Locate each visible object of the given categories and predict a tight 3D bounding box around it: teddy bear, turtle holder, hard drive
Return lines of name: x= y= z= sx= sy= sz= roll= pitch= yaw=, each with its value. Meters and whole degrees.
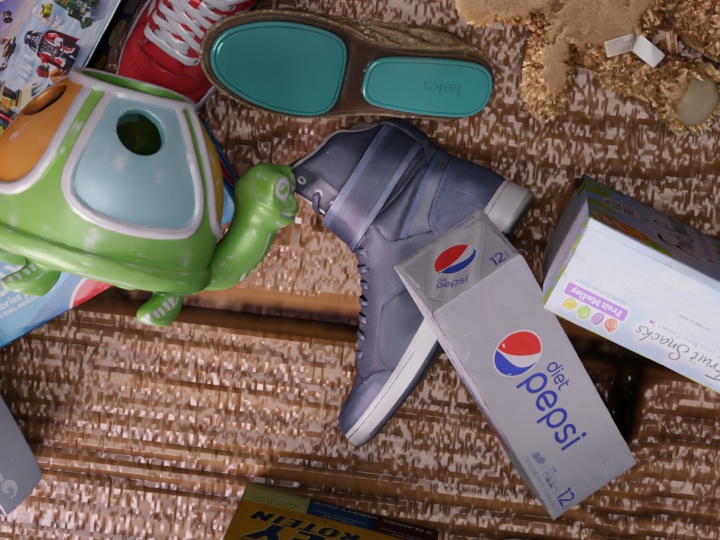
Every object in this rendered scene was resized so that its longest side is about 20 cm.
teddy bear: x=0.153 y=-0.162 z=1.636 sx=0.200 sy=0.067 sz=0.145 roll=7 pitch=104 yaw=-5
turtle holder: x=-0.135 y=-0.044 z=1.562 sx=0.185 sy=0.141 sz=0.132 roll=16 pitch=98 yaw=2
hard drive: x=-0.271 y=0.062 z=1.659 sx=0.042 sy=0.135 sz=0.200 roll=-32 pitch=94 yaw=-13

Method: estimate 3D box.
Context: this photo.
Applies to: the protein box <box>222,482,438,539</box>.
protein box: x=-0.041 y=0.265 z=1.636 sx=0.135 sy=0.199 sz=0.200 roll=14 pitch=99 yaw=1

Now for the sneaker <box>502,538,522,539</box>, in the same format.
sneaker: x=0.143 y=0.269 z=1.683 sx=0.075 sy=0.087 sz=0.200 roll=-41 pitch=95 yaw=7

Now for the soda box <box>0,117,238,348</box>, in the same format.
soda box: x=-0.175 y=-0.021 z=1.671 sx=0.200 sy=0.064 sz=0.068 roll=-29 pitch=96 yaw=8

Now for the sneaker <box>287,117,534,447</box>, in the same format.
sneaker: x=0.001 y=-0.001 z=1.659 sx=0.146 sy=0.077 sz=0.202 roll=30 pitch=104 yaw=4

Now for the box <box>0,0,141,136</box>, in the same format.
box: x=-0.220 y=-0.169 z=1.650 sx=0.137 sy=0.040 sz=0.200 roll=31 pitch=99 yaw=13

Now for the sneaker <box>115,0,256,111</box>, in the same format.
sneaker: x=-0.097 y=-0.169 z=1.619 sx=0.071 sy=0.112 sz=0.200 roll=34 pitch=99 yaw=-1

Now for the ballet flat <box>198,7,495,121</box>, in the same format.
ballet flat: x=-0.014 y=-0.130 z=1.617 sx=0.200 sy=0.065 sz=0.071 roll=9 pitch=113 yaw=-25

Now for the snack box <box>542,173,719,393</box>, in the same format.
snack box: x=0.197 y=0.016 z=1.584 sx=0.169 sy=0.200 sz=0.068 roll=26 pitch=99 yaw=0

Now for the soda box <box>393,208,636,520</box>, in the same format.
soda box: x=0.099 y=0.060 z=1.615 sx=0.068 sy=0.063 sz=0.200 roll=-34 pitch=127 yaw=-3
